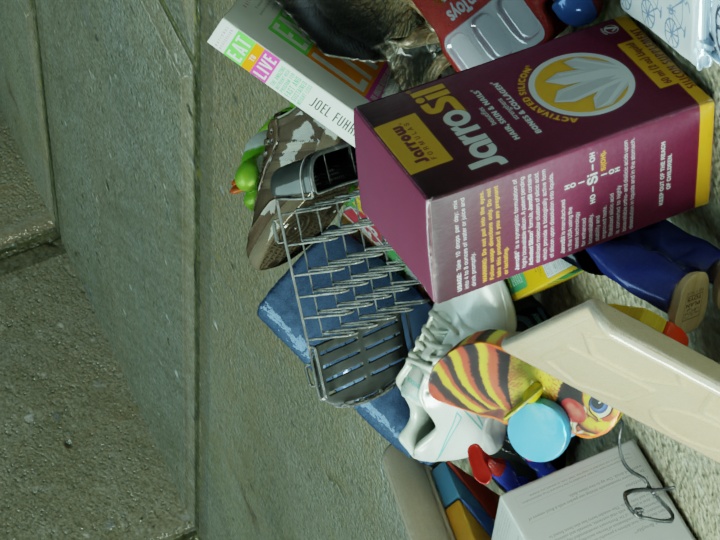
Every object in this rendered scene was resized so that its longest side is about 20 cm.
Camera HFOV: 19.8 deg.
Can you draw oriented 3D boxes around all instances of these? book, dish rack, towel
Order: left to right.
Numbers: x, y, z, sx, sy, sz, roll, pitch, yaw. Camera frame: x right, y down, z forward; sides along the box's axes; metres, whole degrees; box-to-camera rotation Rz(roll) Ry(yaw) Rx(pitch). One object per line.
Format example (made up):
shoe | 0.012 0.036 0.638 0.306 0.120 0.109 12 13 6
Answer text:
book | -0.012 -0.147 1.572 0.200 0.134 0.048 35 120 -6
dish rack | 0.000 0.000 1.579 0.054 0.153 0.201 -7 98 35
towel | 0.017 0.063 1.716 0.200 0.112 0.049 42 162 10

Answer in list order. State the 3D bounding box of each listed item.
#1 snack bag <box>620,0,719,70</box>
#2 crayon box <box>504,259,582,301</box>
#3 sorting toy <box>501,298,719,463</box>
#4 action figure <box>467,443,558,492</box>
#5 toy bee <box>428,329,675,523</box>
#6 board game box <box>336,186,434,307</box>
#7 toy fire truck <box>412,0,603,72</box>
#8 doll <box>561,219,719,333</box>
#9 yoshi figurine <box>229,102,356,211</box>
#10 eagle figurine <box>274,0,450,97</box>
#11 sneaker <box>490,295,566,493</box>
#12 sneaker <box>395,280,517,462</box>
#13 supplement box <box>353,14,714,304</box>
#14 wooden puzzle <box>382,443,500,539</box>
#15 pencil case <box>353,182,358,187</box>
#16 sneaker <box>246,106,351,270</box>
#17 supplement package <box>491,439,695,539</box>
snack bag | 0.196 -0.197 1.175 0.200 0.021 0.189 -131 26 -50
crayon box | 0.129 -0.053 1.516 0.126 0.051 0.200 68 163 4
sorting toy | 0.198 0.070 1.307 0.185 0.037 0.200 28 168 -8
action figure | 0.145 0.177 1.639 0.052 0.065 0.200 63 -169 29
toy bee | 0.157 0.086 1.520 0.131 0.199 0.109 -86 18 -67
board game box | 0.063 0.012 1.729 0.200 0.030 0.096 42 161 5
toy fire truck | 0.084 -0.219 1.348 0.168 0.112 0.200 52 148 -5
doll | 0.152 -0.024 1.338 0.200 0.136 0.049 32 134 43
yoshi figurine | -0.036 -0.112 1.806 0.112 0.200 0.112 34 127 2
eagle figurine | 0.028 -0.201 1.551 0.200 0.151 0.152 31 151 49
sneaker | 0.138 0.118 1.657 0.082 0.073 0.201 46 153 50
sneaker | 0.072 0.069 1.598 0.070 0.080 0.201 -134 37 -51
supplement box | 0.108 -0.072 1.291 0.110 0.199 0.086 -126 23 -44
wooden puzzle | 0.117 0.235 1.698 0.200 0.037 0.185 29 -153 -37
pencil case | 0.011 -0.159 1.710 0.086 0.083 0.201 -69 -31 -61
sneaker | -0.048 -0.091 1.696 0.076 0.070 0.200 49 123 24
supplement package | 0.195 0.254 1.546 0.120 0.121 0.200 94 152 -56
